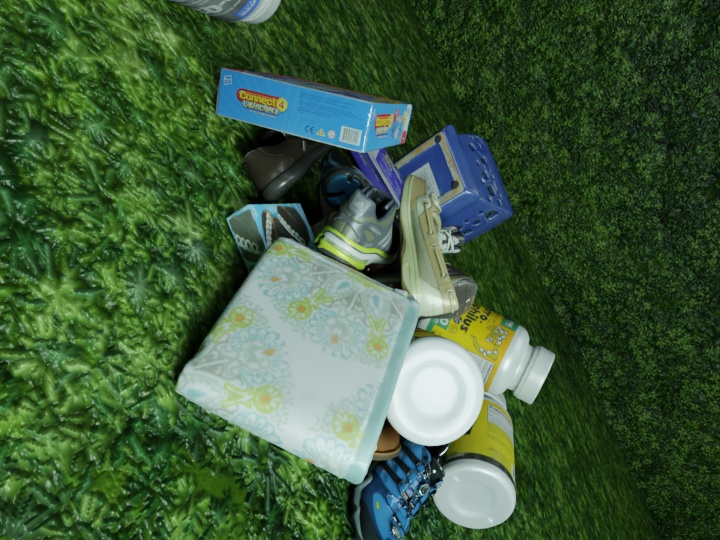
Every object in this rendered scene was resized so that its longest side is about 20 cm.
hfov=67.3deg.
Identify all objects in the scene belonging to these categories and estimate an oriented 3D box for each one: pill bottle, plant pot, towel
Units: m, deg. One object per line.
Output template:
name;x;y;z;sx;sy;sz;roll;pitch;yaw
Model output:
pill bottle;-0.184;-0.382;0.680;0.115;0.113;0.200;64;24;-2
pill bottle;0.188;0.118;0.833;0.198;0.114;0.112;27;16;18
pill bottle;0.066;0.127;0.649;0.113;0.111;0.200;64;-6;-1
plant pot;0.180;-0.173;1.150;0.179;0.198;0.203;11;57;-53
pill bottle;0.170;0.260;0.802;0.115;0.113;0.201;58;24;-15
towel;-0.042;0.068;0.495;0.169;0.049;0.201;24;45;2

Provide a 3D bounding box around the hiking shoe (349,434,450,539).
hiking shoe;0.048;0.236;0.604;0.075;0.086;0.200;59;24;-12

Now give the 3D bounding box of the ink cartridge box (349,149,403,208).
ink cartridge box;0.017;-0.208;0.993;0.200;0.043;0.201;58;15;-17

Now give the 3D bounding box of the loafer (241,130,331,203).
loafer;-0.093;-0.156;0.703;0.071;0.073;0.201;48;23;-12

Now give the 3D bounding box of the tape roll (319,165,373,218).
tape roll;0.006;-0.073;0.876;0.203;0.037;0.205;47;29;-36

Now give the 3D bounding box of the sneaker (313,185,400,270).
sneaker;0.018;-0.055;0.637;0.073;0.082;0.200;34;16;8

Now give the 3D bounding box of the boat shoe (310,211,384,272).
boat shoe;0.000;0.000;0.752;0.200;0.064;0.072;47;37;-30

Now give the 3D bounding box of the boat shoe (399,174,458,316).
boat shoe;0.078;-0.034;0.637;0.074;0.062;0.203;81;10;-47

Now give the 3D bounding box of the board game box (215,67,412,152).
board game box;-0.050;-0.211;0.708;0.196;0.197;0.057;-42;146;-66

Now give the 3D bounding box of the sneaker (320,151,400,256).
sneaker;0.011;-0.088;0.769;0.200;0.073;0.083;50;13;-42

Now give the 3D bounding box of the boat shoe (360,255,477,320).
boat shoe;0.056;0.024;0.702;0.197;0.075;0.074;2;33;-29

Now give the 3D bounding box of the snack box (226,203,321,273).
snack box;-0.071;0.022;0.623;0.203;0.037;0.116;67;24;3

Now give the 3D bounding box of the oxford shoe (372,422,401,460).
oxford shoe;-0.011;0.151;0.558;0.199;0.070;0.072;35;67;-50

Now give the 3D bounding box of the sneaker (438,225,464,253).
sneaker;0.128;-0.059;0.941;0.201;0.113;0.077;-89;170;-86
